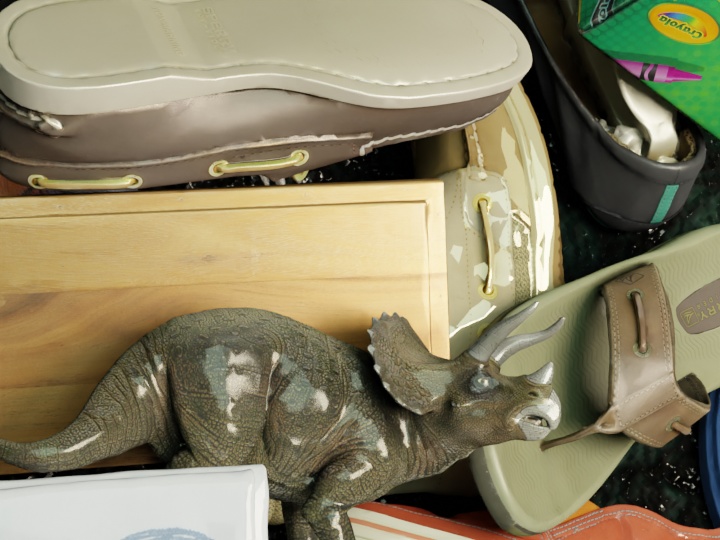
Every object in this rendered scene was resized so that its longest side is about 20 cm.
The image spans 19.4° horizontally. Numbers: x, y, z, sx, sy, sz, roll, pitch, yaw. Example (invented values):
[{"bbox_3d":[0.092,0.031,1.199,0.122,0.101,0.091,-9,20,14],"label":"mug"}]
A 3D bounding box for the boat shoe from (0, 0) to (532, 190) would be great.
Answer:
[{"bbox_3d":[-0.036,-0.064,0.762,0.200,0.060,0.072,-6,47,-21],"label":"boat shoe"}]

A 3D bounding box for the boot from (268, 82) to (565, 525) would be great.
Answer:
[{"bbox_3d":[0.000,0.000,0.854,0.155,0.073,0.200,-7,82,-19],"label":"boot"}]

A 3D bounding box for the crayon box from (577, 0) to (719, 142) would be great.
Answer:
[{"bbox_3d":[0.158,-0.158,0.920,0.119,0.058,0.200,32,47,-30],"label":"crayon box"}]

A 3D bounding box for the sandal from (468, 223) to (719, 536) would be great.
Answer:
[{"bbox_3d":[0.112,0.031,0.825,0.201,0.057,0.080,-32,102,-35],"label":"sandal"}]

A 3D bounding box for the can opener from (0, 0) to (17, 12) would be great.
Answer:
[{"bbox_3d":[-0.159,-0.111,0.853,0.200,0.063,0.079,-34,82,-24],"label":"can opener"}]

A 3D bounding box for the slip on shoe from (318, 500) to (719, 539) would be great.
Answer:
[{"bbox_3d":[0.071,0.118,0.839,0.200,0.074,0.061,10,53,-15],"label":"slip on shoe"}]

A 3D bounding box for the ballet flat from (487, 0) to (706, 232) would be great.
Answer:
[{"bbox_3d":[0.099,-0.115,0.928,0.073,0.073,0.200,-16,76,-21],"label":"ballet flat"}]

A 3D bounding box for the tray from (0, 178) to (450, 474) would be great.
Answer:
[{"bbox_3d":[-0.067,0.019,0.769,0.200,0.037,0.099,-3,93,-13],"label":"tray"}]

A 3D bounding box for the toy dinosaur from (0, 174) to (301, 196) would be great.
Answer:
[{"bbox_3d":[-0.091,-0.061,0.798,0.200,0.105,0.182,3,101,-47],"label":"toy dinosaur"}]

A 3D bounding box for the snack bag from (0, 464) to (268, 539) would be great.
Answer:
[{"bbox_3d":[-0.114,0.165,0.659,0.188,0.021,0.200,-4,85,-9],"label":"snack bag"}]

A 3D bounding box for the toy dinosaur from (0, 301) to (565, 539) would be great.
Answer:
[{"bbox_3d":[-0.035,0.054,0.733,0.200,0.077,0.102,7,83,-9],"label":"toy dinosaur"}]

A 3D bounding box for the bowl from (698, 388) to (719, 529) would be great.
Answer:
[{"bbox_3d":[0.247,0.082,0.916,0.200,0.039,0.201,6,69,-15],"label":"bowl"}]
